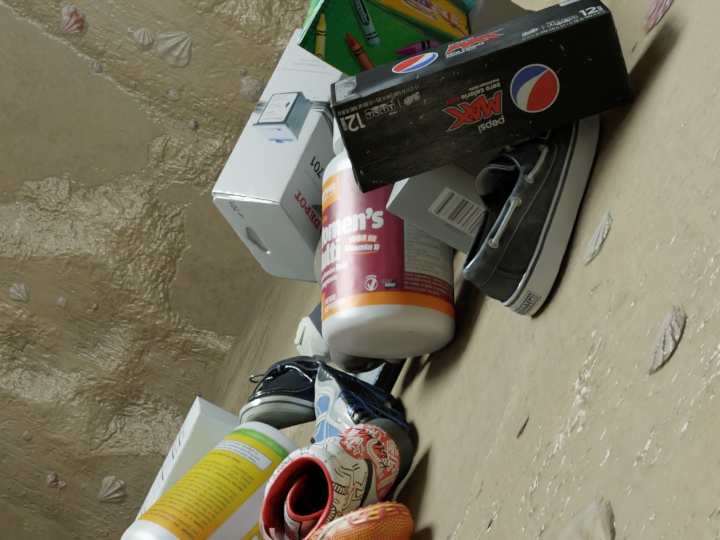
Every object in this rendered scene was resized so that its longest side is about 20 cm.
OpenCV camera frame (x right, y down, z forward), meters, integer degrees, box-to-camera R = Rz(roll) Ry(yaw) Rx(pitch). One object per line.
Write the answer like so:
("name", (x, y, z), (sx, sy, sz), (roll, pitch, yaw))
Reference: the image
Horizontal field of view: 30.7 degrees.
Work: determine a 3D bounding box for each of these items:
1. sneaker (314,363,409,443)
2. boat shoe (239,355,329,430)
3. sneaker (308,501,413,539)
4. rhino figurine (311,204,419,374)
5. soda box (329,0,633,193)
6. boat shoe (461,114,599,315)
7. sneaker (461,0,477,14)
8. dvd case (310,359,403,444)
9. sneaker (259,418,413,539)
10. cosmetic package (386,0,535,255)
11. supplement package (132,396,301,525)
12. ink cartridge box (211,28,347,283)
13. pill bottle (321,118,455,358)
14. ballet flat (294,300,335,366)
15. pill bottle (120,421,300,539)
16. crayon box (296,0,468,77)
("sneaker", (-0.012, 0.133, 1.099), (0.200, 0.075, 0.078), (-110, 42, -82))
("boat shoe", (-0.065, 0.112, 1.201), (0.200, 0.074, 0.063), (9, -112, -76))
("sneaker", (-0.019, 0.235, 0.901), (0.201, 0.073, 0.077), (-56, 40, 28))
("rhino figurine", (0.000, 0.000, 1.172), (0.087, 0.060, 0.201), (-20, 63, 18))
("soda box", (0.082, -0.123, 0.909), (0.199, 0.071, 0.063), (-18, 24, 6))
("boat shoe", (0.115, -0.060, 0.919), (0.072, 0.067, 0.201), (-52, 13, 54))
("sneaker", (0.062, -0.193, 1.184), (0.200, 0.071, 0.080), (-50, -2, 37))
("dvd case", (-0.002, 0.120, 1.293), (0.143, 0.017, 0.200), (-63, 8, -4))
("sneaker", (-0.045, 0.197, 0.971), (0.108, 0.067, 0.202), (-10, -43, -54))
("cosmetic package", (0.104, -0.117, 1.042), (0.090, 0.106, 0.201), (-53, 11, 49))
("supplement package", (-0.132, 0.247, 1.236), (0.201, 0.151, 0.151), (-64, 7, -4))
("ink cartridge box", (-0.043, -0.109, 1.273), (0.147, 0.085, 0.201), (56, -130, -50))
("pill bottle", (0.022, -0.037, 1.081), (0.110, 0.109, 0.202), (133, 140, -64))
("ballet flat", (-0.032, 0.067, 1.324), (0.073, 0.073, 0.200), (-64, 2, -3))
("pill bottle", (-0.125, 0.226, 1.067), (0.200, 0.111, 0.111), (-41, -6, -34))
("crayon box", (0.021, -0.195, 1.029), (0.058, 0.118, 0.200), (-57, 11, 22))
